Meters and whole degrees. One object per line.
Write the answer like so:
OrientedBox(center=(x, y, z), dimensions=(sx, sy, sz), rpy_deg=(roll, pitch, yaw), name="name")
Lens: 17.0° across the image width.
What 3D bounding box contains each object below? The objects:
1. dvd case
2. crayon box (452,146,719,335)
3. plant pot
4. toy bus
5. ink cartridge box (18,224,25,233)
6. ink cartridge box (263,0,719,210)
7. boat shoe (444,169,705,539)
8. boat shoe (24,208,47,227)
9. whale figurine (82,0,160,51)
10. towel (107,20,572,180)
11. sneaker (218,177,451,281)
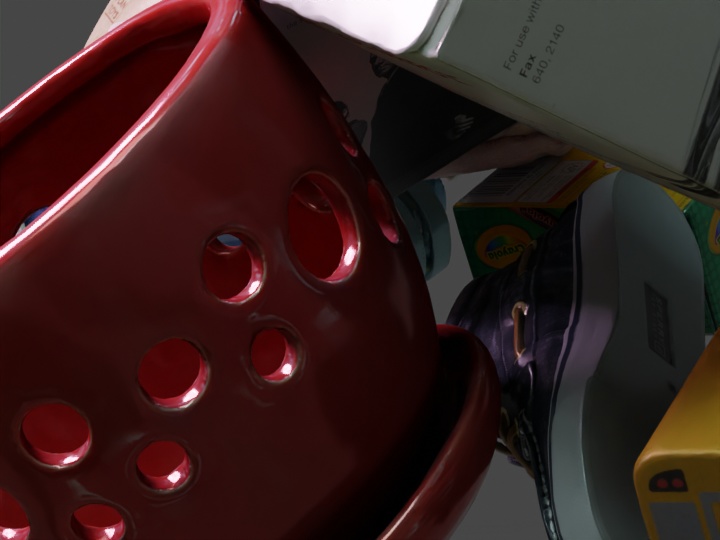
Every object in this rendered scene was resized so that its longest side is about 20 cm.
OrientedBox(center=(0.024, -0.098, 0.885), dimensions=(0.150, 0.200, 0.025), rpy_deg=(-31, 63, -15), name="dvd case")
OrientedBox(center=(0.146, -0.048, 1.021), dimensions=(0.118, 0.058, 0.200), rpy_deg=(3, 31, 43), name="crayon box")
OrientedBox(center=(-0.062, 0.032, 0.807), dimensions=(0.200, 0.183, 0.201), rpy_deg=(-38, 18, 15), name="plant pot")
OrientedBox(center=(0.157, 0.038, 0.793), dimensions=(0.065, 0.079, 0.200), rpy_deg=(-5, 27, 32), name="toy bus")
OrientedBox(center=(-0.235, -0.026, 1.144), dimensions=(0.145, 0.048, 0.200), rpy_deg=(-38, 44, 15), name="ink cartridge box")
OrientedBox(center=(0.080, -0.078, 0.757), dimensions=(0.146, 0.199, 0.086), rpy_deg=(31, 96, 59), name="ink cartridge box")
OrientedBox(center=(0.074, 0.054, 0.856), dimensions=(0.091, 0.071, 0.201), rpy_deg=(-37, 25, 31), name="boat shoe")
OrientedBox(center=(-0.078, -0.027, 1.141), dimensions=(0.199, 0.073, 0.072), rpy_deg=(-30, 25, -11), name="boat shoe")
OrientedBox(center=(-0.093, -0.130, 1.387), dimensions=(0.200, 0.104, 0.159), rpy_deg=(-46, 25, 1), name="whale figurine")
OrientedBox(center=(-0.014, -0.081, 1.069), dimensions=(0.190, 0.032, 0.200), rpy_deg=(-10, 27, -3), name="towel")
OrientedBox(center=(0.000, 0.000, 1.010), dimensions=(0.130, 0.080, 0.200), rpy_deg=(-29, 25, -18), name="sneaker")
